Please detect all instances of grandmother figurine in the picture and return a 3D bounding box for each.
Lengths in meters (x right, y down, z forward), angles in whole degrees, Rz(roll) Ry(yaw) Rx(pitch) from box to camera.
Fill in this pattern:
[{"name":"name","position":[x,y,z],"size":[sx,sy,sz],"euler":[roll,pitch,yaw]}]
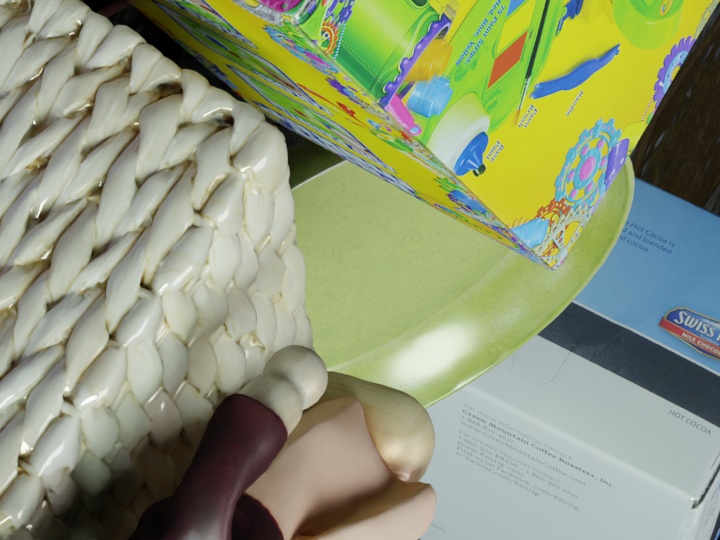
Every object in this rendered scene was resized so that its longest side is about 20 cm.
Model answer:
[{"name":"grandmother figurine","position":[-0.036,0.076,0.709],"size":[0.200,0.060,0.122],"euler":[-32,138,-67]}]

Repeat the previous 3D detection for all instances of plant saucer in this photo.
[{"name":"plant saucer","position":[0.000,0.000,0.976],"size":[0.200,0.031,0.200],"euler":[-22,152,-13]}]

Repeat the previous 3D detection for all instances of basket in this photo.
[{"name":"basket","position":[-0.124,0.034,0.760],"size":[0.198,0.161,0.200],"euler":[-56,163,-22]}]

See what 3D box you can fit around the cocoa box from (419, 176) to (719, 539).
[{"name":"cocoa box","position":[0.069,0.037,1.159],"size":[0.131,0.200,0.133],"euler":[-55,164,-32]}]

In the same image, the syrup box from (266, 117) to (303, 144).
[{"name":"syrup box","position":[0.035,-0.134,0.988],"size":[0.200,0.079,0.081],"euler":[-41,-167,-23]}]

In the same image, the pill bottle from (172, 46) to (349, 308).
[{"name":"pill bottle","position":[-0.004,-0.087,1.072],"size":[0.200,0.109,0.109],"euler":[-58,165,-18]}]

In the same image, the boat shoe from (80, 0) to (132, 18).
[{"name":"boat shoe","position":[-0.070,-0.112,0.873],"size":[0.200,0.070,0.071],"euler":[-44,153,-56]}]

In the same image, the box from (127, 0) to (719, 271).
[{"name":"box","position":[0.028,-0.136,0.775],"size":[0.200,0.122,0.193],"euler":[-59,150,-5]}]
